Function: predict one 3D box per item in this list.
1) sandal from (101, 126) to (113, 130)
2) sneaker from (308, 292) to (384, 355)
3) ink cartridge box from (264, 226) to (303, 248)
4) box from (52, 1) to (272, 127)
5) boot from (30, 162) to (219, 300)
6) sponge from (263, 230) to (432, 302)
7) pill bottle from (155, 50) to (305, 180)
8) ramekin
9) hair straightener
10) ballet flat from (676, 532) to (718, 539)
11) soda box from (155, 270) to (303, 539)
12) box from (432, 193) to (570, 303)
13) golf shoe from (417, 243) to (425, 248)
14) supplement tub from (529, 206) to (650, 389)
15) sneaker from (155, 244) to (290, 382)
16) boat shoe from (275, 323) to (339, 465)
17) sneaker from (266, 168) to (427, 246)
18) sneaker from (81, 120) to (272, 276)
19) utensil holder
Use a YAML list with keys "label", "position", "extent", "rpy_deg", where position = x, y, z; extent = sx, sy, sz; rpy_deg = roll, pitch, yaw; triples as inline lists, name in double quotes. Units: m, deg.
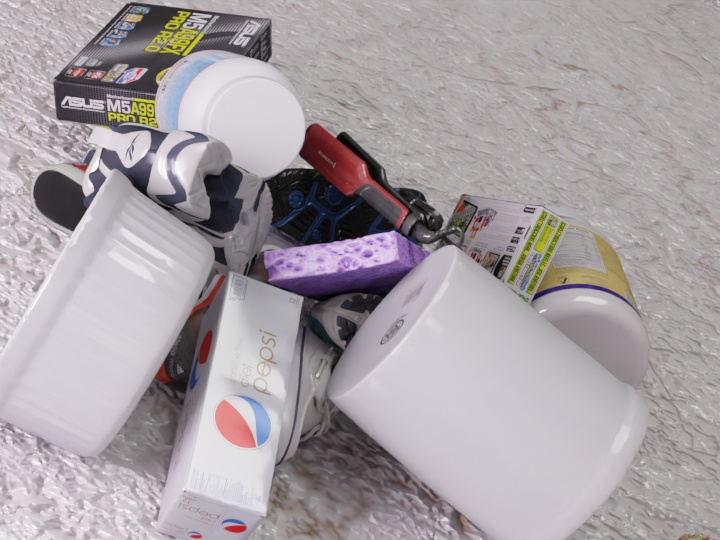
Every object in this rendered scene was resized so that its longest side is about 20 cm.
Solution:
- label: "sandal"
  position: [-0.178, -0.160, 1.613]
  extent: [0.200, 0.087, 0.080]
  rpy_deg: [6, 35, -33]
- label: "sneaker"
  position: [0.042, 0.070, 1.412]
  extent: [0.200, 0.078, 0.080]
  rpy_deg: [29, -15, -27]
- label: "ink cartridge box"
  position: [-0.120, -0.065, 1.496]
  extent: [0.173, 0.044, 0.200]
  rpy_deg: [27, 17, -10]
- label: "box"
  position: [-0.191, -0.202, 1.566]
  extent: [0.160, 0.044, 0.200]
  rpy_deg: [8, 34, 13]
- label: "boot"
  position: [-0.178, -0.040, 1.421]
  extent: [0.200, 0.072, 0.144]
  rpy_deg: [36, 24, 19]
- label: "sponge"
  position: [0.000, 0.000, 1.354]
  extent: [0.111, 0.030, 0.200]
  rpy_deg: [-10, -9, 13]
- label: "pill bottle"
  position: [-0.111, -0.132, 1.365]
  extent: [0.109, 0.109, 0.200]
  rpy_deg: [18, 6, -18]
- label: "ramekin"
  position: [-0.188, 0.036, 1.137]
  extent: [0.098, 0.201, 0.201]
  rpy_deg: [31, 26, -10]
- label: "hair straightener"
  position: [0.031, -0.068, 1.358]
  extent: [0.077, 0.041, 0.200]
  rpy_deg: [11, 18, -45]
- label: "ballet flat"
  position: [0.317, 0.275, 1.315]
  extent: [0.076, 0.064, 0.200]
  rpy_deg: [17, 28, -18]
- label: "soda box"
  position: [-0.095, 0.102, 1.167]
  extent: [0.064, 0.068, 0.200]
  rpy_deg: [20, 49, -14]
- label: "box"
  position: [0.121, -0.013, 1.505]
  extent: [0.035, 0.110, 0.200]
  rpy_deg: [28, -2, -18]
- label: "golf shoe"
  position: [0.020, 0.001, 1.522]
  extent: [0.088, 0.077, 0.200]
  rpy_deg: [4, 34, -27]
- label: "supplement tub"
  position: [0.192, 0.038, 1.531]
  extent: [0.145, 0.146, 0.200]
  rpy_deg: [20, 27, -14]
- label: "sneaker"
  position: [-0.094, 0.046, 1.316]
  extent: [0.082, 0.077, 0.200]
  rpy_deg: [15, 33, 23]
- label: "boat shoe"
  position: [-0.048, 0.104, 1.282]
  extent: [0.066, 0.072, 0.200]
  rpy_deg: [23, 16, -7]
- label: "sneaker"
  position: [-0.028, -0.054, 1.462]
  extent: [0.077, 0.076, 0.200]
  rpy_deg: [12, 1, 44]
- label: "sneaker"
  position: [-0.153, -0.062, 1.251]
  extent: [0.129, 0.080, 0.199]
  rpy_deg: [20, -9, 19]
- label: "utensil holder"
  position: [0.097, 0.103, 1.249]
  extent: [0.200, 0.170, 0.170]
  rpy_deg: [39, 25, -11]
